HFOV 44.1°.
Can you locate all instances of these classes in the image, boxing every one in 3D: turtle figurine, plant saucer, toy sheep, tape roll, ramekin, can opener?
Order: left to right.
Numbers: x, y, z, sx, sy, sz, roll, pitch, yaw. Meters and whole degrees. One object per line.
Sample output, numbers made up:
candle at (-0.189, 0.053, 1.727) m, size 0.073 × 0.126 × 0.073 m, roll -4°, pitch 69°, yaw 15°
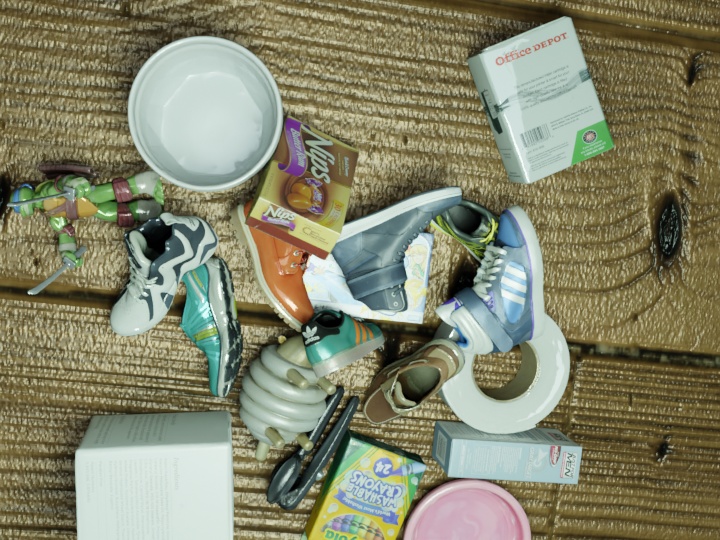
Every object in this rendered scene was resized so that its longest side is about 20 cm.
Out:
turtle figurine at (-0.354, -0.062, 1.168) m, size 0.194 × 0.200 × 0.144 m, roll -9°, pitch 113°, yaw -17°
ramekin at (-0.203, -0.203, 1.192) m, size 0.200 × 0.105 × 0.201 m, roll 0°, pitch 90°, yaw -4°
toy sheep at (-0.108, 0.180, 1.252) m, size 0.138 × 0.138 × 0.200 m, roll 24°, pitch 98°, yaw -11°
can opener at (-0.065, 0.263, 1.305) m, size 0.063 × 0.079 × 0.200 m, roll 38°, pitch 80°, yaw -4°
plant saucer at (0.159, 0.412, 1.364) m, size 0.200 × 0.051 × 0.201 m, roll -1°, pitch 96°, yaw -9°
tape roll at (0.207, 0.140, 1.330) m, size 0.202 × 0.071 × 0.203 m, roll -1°, pitch 96°, yaw -10°

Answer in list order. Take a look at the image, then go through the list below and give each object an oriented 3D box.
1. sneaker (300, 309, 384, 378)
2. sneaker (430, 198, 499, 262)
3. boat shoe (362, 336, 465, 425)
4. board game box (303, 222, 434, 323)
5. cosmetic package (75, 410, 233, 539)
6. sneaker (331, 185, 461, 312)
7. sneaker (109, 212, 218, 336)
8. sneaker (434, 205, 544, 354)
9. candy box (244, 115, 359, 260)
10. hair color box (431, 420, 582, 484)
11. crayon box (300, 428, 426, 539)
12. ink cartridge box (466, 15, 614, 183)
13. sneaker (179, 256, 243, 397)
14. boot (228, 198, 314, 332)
sneaker at (-0.024, 0.086, 1.230) m, size 0.071 × 0.200 × 0.080 m, roll -24°, pitch 89°, yaw 18°
sneaker at (0.182, -0.049, 1.296) m, size 0.200 × 0.085 × 0.075 m, roll 26°, pitch 93°, yaw -11°
boat shoe at (0.063, 0.166, 1.266) m, size 0.076 × 0.072 × 0.200 m, roll 45°, pitch 127°, yaw 3°
board game box at (0.000, 0.000, 1.297) m, size 0.200 × 0.034 × 0.136 m, roll 6°, pitch 96°, yaw -10°
cosmetic package at (-0.275, 0.294, 1.220) m, size 0.200 × 0.165 × 0.165 m, roll 0°, pitch 97°, yaw -8°
sneaker at (0.066, -0.025, 1.233) m, size 0.202 × 0.077 × 0.146 m, roll -23°, pitch 89°, yaw 11°
sneaker at (-0.291, 0.000, 1.186) m, size 0.199 × 0.130 × 0.080 m, roll -42°, pitch 65°, yaw 8°
sneaker at (0.172, 0.020, 1.233) m, size 0.146 × 0.081 × 0.200 m, roll -12°, pitch 104°, yaw -11°
candy box at (-0.073, -0.114, 1.193) m, size 0.117 × 0.200 × 0.056 m, roll 25°, pitch 131°, yaw -11°
hair color box at (0.217, 0.272, 1.332) m, size 0.200 × 0.099 × 0.061 m, roll 5°, pitch 95°, yaw -10°
crayon box at (0.001, 0.355, 1.331) m, size 0.126 × 0.052 × 0.200 m, roll 22°, pitch 93°, yaw -11°
ink cartridge box at (0.258, -0.244, 1.286) m, size 0.146 × 0.083 × 0.200 m, roll -22°, pitch 101°, yaw -6°
sneaker at (-0.214, 0.080, 1.262) m, size 0.079 × 0.078 × 0.200 m, roll -7°, pitch 92°, yaw 9°
boot at (-0.096, -0.018, 1.228) m, size 0.107 × 0.075 × 0.200 m, roll -25°, pitch 85°, yaw 12°
